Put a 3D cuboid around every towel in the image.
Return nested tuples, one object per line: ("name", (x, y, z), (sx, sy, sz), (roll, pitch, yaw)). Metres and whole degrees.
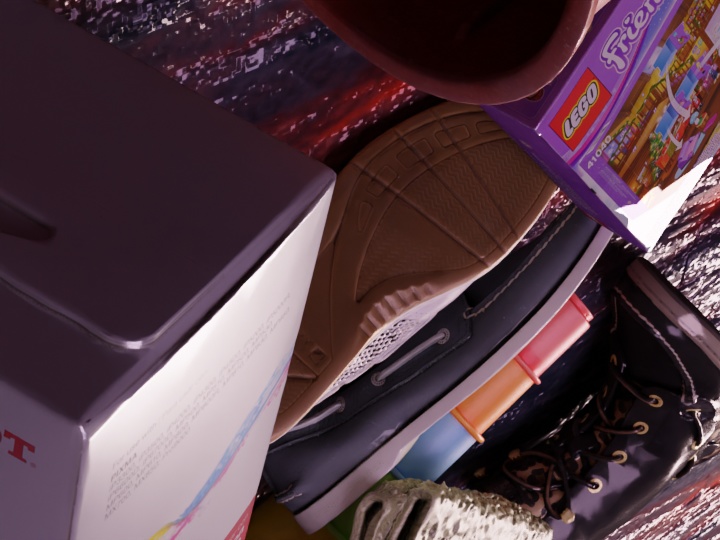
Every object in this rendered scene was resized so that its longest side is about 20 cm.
("towel", (0.024, 0.168, 0.979), (0.149, 0.036, 0.200), (-63, 153, 3))

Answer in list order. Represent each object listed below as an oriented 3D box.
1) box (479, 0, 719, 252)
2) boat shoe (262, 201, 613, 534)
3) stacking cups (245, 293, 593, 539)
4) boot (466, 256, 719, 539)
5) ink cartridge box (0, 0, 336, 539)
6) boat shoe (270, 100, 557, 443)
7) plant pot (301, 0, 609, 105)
("box", (0.134, -0.120, 0.816), (0.201, 0.039, 0.137), (-56, 148, -2))
("boat shoe", (0.029, 0.031, 0.913), (0.200, 0.062, 0.073), (-44, 179, 11))
("stacking cups", (0.030, 0.080, 0.981), (0.200, 0.061, 0.061), (-40, 148, 1))
("boot", (0.127, 0.085, 1.084), (0.150, 0.073, 0.200), (-38, 154, -2))
("ink cartridge box", (-0.116, 0.041, 0.662), (0.145, 0.145, 0.201), (-47, 161, -44))
("boat shoe", (0.000, 0.000, 0.856), (0.200, 0.071, 0.069), (-39, 176, -15))
("plant pot", (0.066, -0.183, 0.583), (0.195, 0.201, 0.201), (-34, 149, -23))
